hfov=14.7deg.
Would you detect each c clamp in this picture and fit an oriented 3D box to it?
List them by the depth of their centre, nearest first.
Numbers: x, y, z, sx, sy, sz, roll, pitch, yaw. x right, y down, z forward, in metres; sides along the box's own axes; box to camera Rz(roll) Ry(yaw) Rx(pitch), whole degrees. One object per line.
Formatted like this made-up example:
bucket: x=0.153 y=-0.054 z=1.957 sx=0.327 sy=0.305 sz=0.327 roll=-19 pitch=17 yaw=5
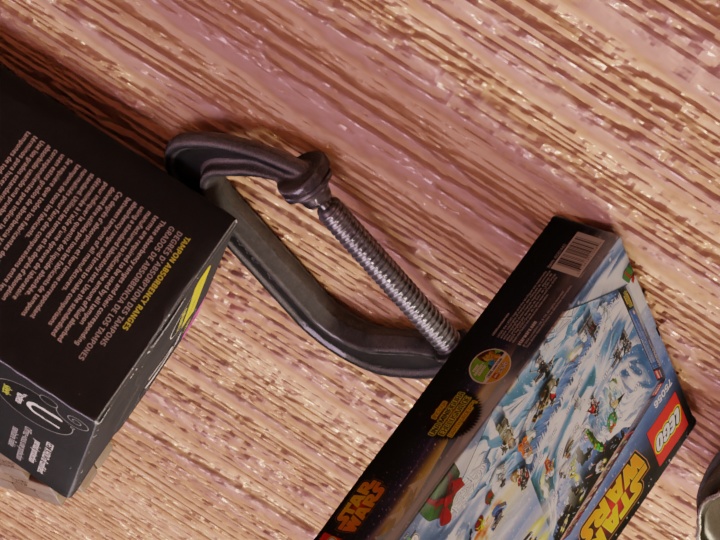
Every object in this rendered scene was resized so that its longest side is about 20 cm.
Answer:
c clamp: x=0.000 y=0.000 z=1.309 sx=0.200 sy=0.027 sz=0.171 roll=45 pitch=157 yaw=-24

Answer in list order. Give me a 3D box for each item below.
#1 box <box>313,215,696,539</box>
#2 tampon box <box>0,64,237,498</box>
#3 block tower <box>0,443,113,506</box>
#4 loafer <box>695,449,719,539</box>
box: x=0.063 y=0.094 z=1.199 sx=0.040 sy=0.200 sz=0.137 roll=19 pitch=150 yaw=37
tampon box: x=-0.182 y=-0.009 z=1.355 sx=0.200 sy=0.126 sz=0.150 roll=34 pitch=159 yaw=1
block tower: x=-0.210 y=0.059 z=1.596 sx=0.058 sy=0.054 sz=0.200 roll=13 pitch=148 yaw=32
loafer: x=0.202 y=0.107 z=1.217 sx=0.075 sy=0.070 sz=0.200 roll=37 pitch=153 yaw=-9
